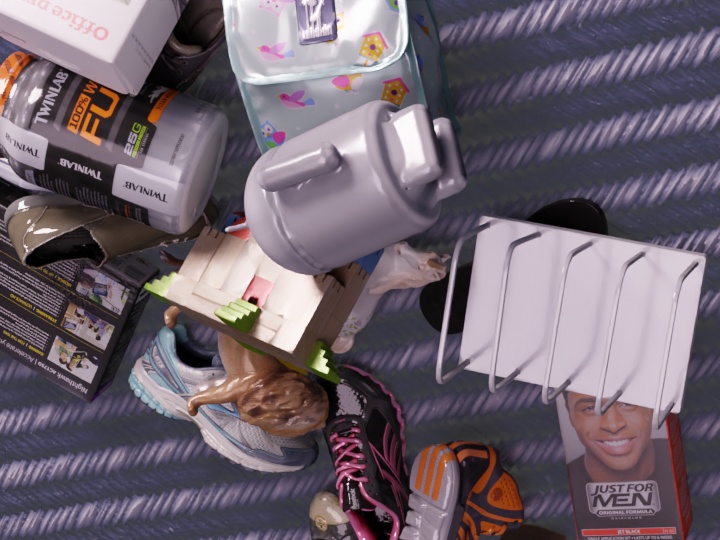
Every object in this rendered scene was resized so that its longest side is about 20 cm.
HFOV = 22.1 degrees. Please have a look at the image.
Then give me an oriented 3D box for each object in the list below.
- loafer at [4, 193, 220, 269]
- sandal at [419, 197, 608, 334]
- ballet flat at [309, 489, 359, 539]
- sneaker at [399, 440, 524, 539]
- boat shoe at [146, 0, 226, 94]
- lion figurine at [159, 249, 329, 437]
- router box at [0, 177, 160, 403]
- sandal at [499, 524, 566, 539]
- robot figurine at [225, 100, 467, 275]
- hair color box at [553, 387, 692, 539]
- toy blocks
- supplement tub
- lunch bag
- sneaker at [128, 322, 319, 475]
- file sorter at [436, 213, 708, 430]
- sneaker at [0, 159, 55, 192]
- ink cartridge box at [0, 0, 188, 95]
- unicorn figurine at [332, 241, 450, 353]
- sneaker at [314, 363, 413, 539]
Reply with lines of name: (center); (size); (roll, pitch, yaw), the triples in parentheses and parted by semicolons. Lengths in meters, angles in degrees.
loafer: (-0.228, -0.033, 1.705); (0.199, 0.070, 0.075); (-8, 143, -2)
sandal: (0.137, 0.005, 1.645); (0.200, 0.045, 0.075); (-31, 96, 25)
ballet flat: (-0.020, 0.309, 1.796); (0.066, 0.057, 0.201); (10, 115, 46)
sneaker: (0.093, 0.253, 1.703); (0.078, 0.112, 0.201); (34, 115, 47)
boat shoe: (-0.158, -0.213, 1.651); (0.072, 0.065, 0.200); (45, 117, -4)
lion figurine: (-0.108, 0.064, 1.695); (0.122, 0.072, 0.201); (-15, 97, 10)
router box: (-0.313, 0.016, 1.793); (0.200, 0.051, 0.149); (30, 117, 6)
sandal: (0.225, 0.309, 1.730); (0.211, 0.078, 0.070); (24, 147, 16)
robot figurine: (-0.012, -0.066, 1.512); (0.200, 0.169, 0.113); (-23, 63, 25)
hair color box: (0.235, 0.149, 1.658); (0.101, 0.061, 0.201); (-5, 106, 20)
toy blocks: (-0.074, -0.001, 1.621); (0.200, 0.100, 0.137); (21, 77, 33)
supplement tub: (-0.228, -0.118, 1.638); (0.199, 0.123, 0.123); (19, 114, 5)
lunch bag: (-0.017, -0.177, 1.576); (0.170, 0.122, 0.200); (-6, 119, 17)
sneaker: (-0.124, 0.122, 1.758); (0.200, 0.078, 0.086); (29, 112, 6)
file sorter: (0.174, 0.044, 1.546); (0.199, 0.124, 0.139); (11, 101, 17)
sneaker: (-0.323, -0.129, 1.730); (0.199, 0.073, 0.071); (16, 123, 13)
ink cartridge box: (-0.216, -0.273, 1.580); (0.145, 0.084, 0.200); (25, 80, 12)
unicorn figurine: (0.000, 0.000, 1.680); (0.137, 0.074, 0.200); (36, 136, 6)
sneaker: (0.003, 0.186, 1.729); (0.079, 0.095, 0.200); (-17, 102, 26)
